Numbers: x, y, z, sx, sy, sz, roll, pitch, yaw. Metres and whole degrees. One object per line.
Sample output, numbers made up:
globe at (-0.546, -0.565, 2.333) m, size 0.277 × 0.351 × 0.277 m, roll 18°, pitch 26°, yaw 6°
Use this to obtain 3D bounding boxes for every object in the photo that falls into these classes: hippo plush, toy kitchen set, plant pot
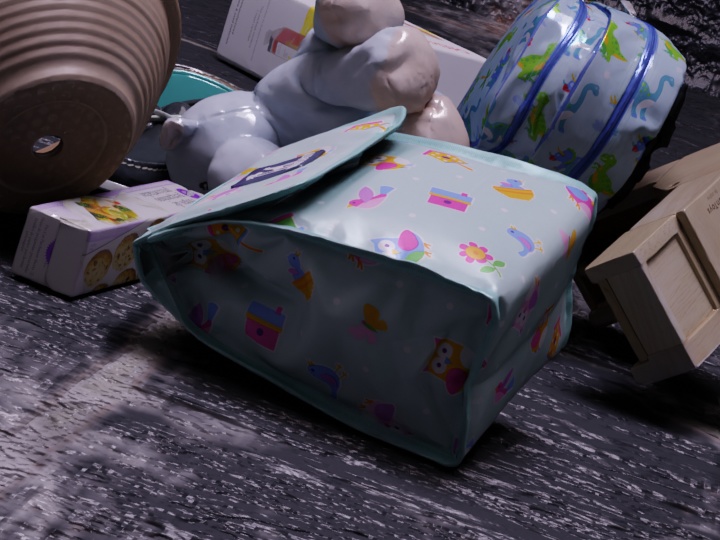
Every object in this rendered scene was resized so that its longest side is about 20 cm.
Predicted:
hippo plush at (-0.044, -0.099, 1.720) m, size 0.200 × 0.161 × 0.159 m, roll 55°, pitch -13°, yaw 31°
toy kitchen set at (0.190, 0.040, 1.754) m, size 0.180 × 0.163 × 0.200 m, roll -22°, pitch 11°, yaw 41°
plant pot at (-0.184, -0.098, 1.540) m, size 0.201 × 0.201 × 0.093 m, roll 9°, pitch 39°, yaw -39°

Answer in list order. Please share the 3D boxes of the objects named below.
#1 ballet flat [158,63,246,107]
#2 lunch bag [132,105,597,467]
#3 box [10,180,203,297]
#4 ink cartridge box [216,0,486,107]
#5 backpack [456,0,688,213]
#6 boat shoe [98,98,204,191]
ballet flat at (-0.155, -0.115, 1.934) m, size 0.200 × 0.068 × 0.068 m, roll 15°, pitch 1°, yaw -17°
lunch bag at (0.001, -0.006, 1.462) m, size 0.200 × 0.122 × 0.170 m, roll 21°, pitch 28°, yaw 17°
box at (-0.133, -0.019, 1.566) m, size 0.039 × 0.041 × 0.200 m, roll 22°, pitch 11°, yaw 14°
ink cartridge box at (-0.006, -0.184, 2.446) m, size 0.145 × 0.083 × 0.200 m, roll 9°, pitch 15°, yaw -41°
backpack at (0.133, -0.104, 1.793) m, size 0.154 × 0.163 × 0.200 m, roll 37°, pitch 1°, yaw -24°
boat shoe at (-0.125, -0.081, 1.821) m, size 0.076 × 0.060 × 0.200 m, roll 21°, pitch 12°, yaw 10°
